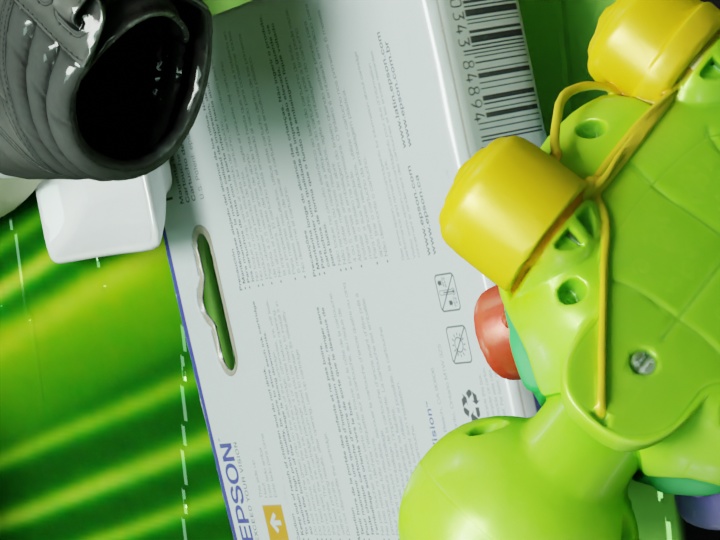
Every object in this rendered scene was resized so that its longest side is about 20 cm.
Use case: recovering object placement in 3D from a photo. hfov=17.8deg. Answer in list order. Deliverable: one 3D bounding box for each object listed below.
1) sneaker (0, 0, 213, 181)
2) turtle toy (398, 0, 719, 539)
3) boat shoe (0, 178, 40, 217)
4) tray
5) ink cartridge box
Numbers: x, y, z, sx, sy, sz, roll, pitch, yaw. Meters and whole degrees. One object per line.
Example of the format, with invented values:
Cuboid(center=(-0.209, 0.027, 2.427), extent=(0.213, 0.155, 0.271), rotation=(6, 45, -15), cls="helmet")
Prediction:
Cuboid(center=(-0.094, -0.115, 0.688), extent=(0.099, 0.071, 0.201), rotation=(17, 124, 45), cls="sneaker")
Cuboid(center=(0.086, 0.022, 0.656), extent=(0.146, 0.200, 0.101), rotation=(38, 152, 9), cls="turtle toy")
Cuboid(center=(-0.193, -0.036, 0.922), extent=(0.200, 0.071, 0.063), rotation=(-27, 71, 47), cls="boat shoe")
Cuboid(center=(-0.108, -0.105, 0.857), extent=(0.107, 0.022, 0.201), rotation=(-5, 97, 62), cls="tray")
Cuboid(center=(0.000, 0.000, 0.785), extent=(0.200, 0.043, 0.197), rotation=(-9, 94, 59), cls="ink cartridge box")
